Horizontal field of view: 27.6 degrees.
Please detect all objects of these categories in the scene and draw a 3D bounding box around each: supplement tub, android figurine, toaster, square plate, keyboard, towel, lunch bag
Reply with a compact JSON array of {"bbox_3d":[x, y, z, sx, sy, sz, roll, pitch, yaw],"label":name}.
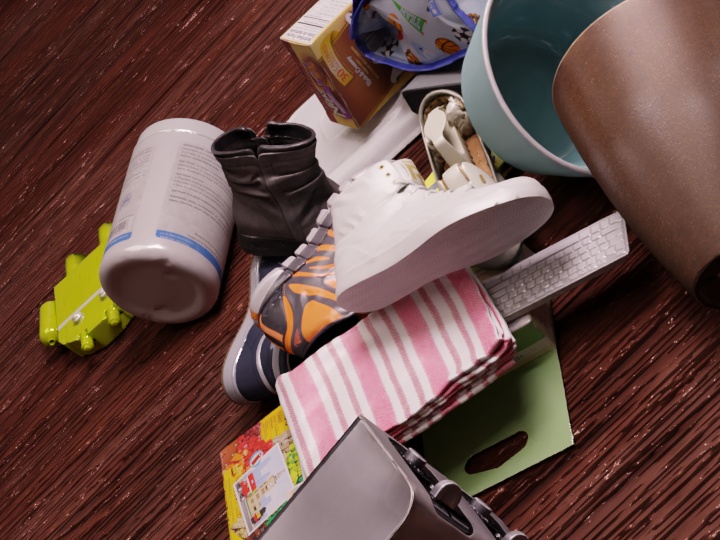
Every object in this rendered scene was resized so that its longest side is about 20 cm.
[{"bbox_3d":[-0.205,-0.055,1.616,0.132,0.132,0.200,-24,41,35],"label":"supplement tub"},{"bbox_3d":[-0.315,0.024,1.754,0.182,0.041,0.200,-40,33,15],"label":"android figurine"},{"bbox_3d":[0.013,0.231,1.035,0.200,0.181,0.119,-50,34,0],"label":"toaster"},{"bbox_3d":[-0.013,-0.161,1.587,0.198,0.028,0.200,-41,34,14],"label":"square plate"},{"bbox_3d":[0.129,0.013,1.186,0.200,0.011,0.056,-29,38,25],"label":"keyboard"},{"bbox_3d":[0.022,0.078,1.185,0.200,0.030,0.146,-36,35,6],"label":"towel"},{"bbox_3d":[0.090,-0.280,1.401,0.170,0.124,0.200,-43,13,-21],"label":"lunch bag"}]

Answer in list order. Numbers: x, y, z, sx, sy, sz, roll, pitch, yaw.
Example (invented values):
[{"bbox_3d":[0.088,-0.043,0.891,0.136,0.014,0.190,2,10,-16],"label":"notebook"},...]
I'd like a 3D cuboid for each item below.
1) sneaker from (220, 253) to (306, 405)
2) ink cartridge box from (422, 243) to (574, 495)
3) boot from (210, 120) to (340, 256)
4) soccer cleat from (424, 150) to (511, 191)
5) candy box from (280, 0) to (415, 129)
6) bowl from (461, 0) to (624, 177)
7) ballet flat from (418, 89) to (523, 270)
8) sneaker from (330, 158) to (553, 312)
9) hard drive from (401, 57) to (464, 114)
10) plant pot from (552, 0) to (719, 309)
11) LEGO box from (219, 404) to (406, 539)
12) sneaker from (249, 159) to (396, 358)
[{"bbox_3d":[-0.060,0.034,1.414,0.108,0.070,0.200,-13,53,46],"label":"sneaker"},{"bbox_3d":[0.094,0.085,1.206,0.145,0.048,0.200,-31,35,25],"label":"ink cartridge box"},{"bbox_3d":[-0.036,-0.077,1.382,0.200,0.132,0.070,-4,40,8],"label":"boot"},{"bbox_3d":[0.098,-0.078,1.336,0.084,0.065,0.200,-25,38,50],"label":"soccer cleat"},{"bbox_3d":[0.023,-0.256,1.517,0.200,0.117,0.056,-46,38,-17],"label":"candy box"},{"bbox_3d":[0.166,-0.161,1.256,0.105,0.201,0.201,-31,33,59],"label":"bowl"},{"bbox_3d":[0.086,-0.082,1.266,0.067,0.064,0.200,-33,42,19],"label":"ballet flat"},{"bbox_3d":[0.057,-0.056,1.197,0.200,0.074,0.116,-25,54,24],"label":"sneaker"},{"bbox_3d":[0.147,-0.226,1.409,0.140,0.033,0.200,0,40,50],"label":"hard drive"},{"bbox_3d":[0.259,-0.078,1.076,0.187,0.187,0.200,-33,52,25],"label":"plant pot"},{"bbox_3d":[-0.031,0.197,1.214,0.149,0.077,0.200,-39,35,17],"label":"LEGO box"},{"bbox_3d":[0.000,0.000,1.307,0.200,0.078,0.112,-51,49,-1],"label":"sneaker"}]
